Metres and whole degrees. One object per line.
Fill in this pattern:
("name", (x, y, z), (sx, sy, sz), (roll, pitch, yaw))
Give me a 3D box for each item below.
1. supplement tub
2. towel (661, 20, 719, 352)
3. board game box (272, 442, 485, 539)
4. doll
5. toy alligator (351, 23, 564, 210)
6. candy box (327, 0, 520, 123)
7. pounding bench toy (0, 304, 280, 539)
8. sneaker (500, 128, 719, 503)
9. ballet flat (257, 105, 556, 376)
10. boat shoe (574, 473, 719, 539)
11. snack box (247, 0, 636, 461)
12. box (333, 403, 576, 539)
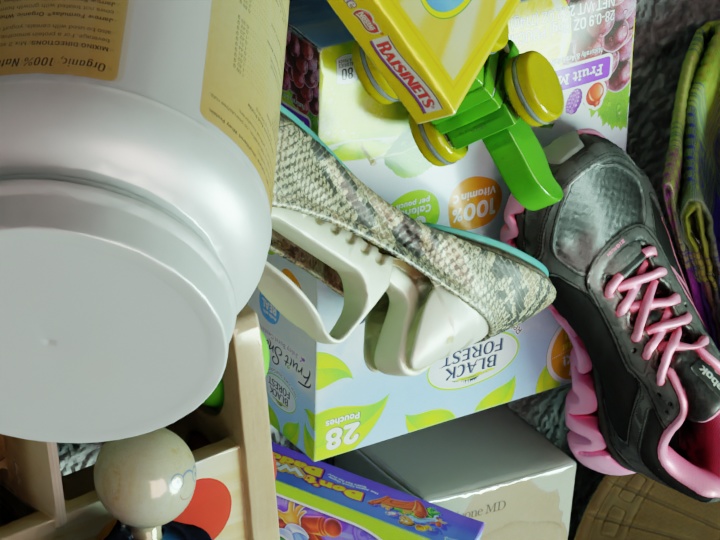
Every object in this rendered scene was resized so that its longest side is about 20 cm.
("supplement tub", (-0.100, -0.055, 0.970), (0.144, 0.201, 0.145), (2, 142, 2))
("towel", (0.180, -0.002, 1.297), (0.023, 0.144, 0.201), (-6, 126, 19))
("board game box", (-0.039, 0.186, 1.230), (0.045, 0.134, 0.201), (-41, 149, -71))
("doll", (-0.080, 0.156, 1.057), (0.136, 0.048, 0.201), (-21, 112, -51))
("toy alligator", (0.025, -0.104, 1.095), (0.059, 0.054, 0.200), (-24, 125, 28))
("candy box", (0.041, -0.160, 1.056), (0.102, 0.026, 0.200), (53, 48, -28))
("pounding bench toy", (-0.120, 0.033, 1.093), (0.156, 0.124, 0.201), (-20, 124, -26))
("sneaker", (0.127, 0.025, 1.200), (0.079, 0.095, 0.200), (-37, 129, -17))
("ballet flat", (0.000, 0.000, 1.109), (0.200, 0.068, 0.076), (31, 58, -37))
("boat shoe", (0.129, 0.167, 1.307), (0.065, 0.071, 0.201), (56, 53, -79))
("snack box", (0.035, -0.033, 1.207), (0.168, 0.068, 0.201), (-16, 123, -28))
("box", (0.038, 0.169, 1.309), (0.095, 0.078, 0.201), (-13, 120, -29))
